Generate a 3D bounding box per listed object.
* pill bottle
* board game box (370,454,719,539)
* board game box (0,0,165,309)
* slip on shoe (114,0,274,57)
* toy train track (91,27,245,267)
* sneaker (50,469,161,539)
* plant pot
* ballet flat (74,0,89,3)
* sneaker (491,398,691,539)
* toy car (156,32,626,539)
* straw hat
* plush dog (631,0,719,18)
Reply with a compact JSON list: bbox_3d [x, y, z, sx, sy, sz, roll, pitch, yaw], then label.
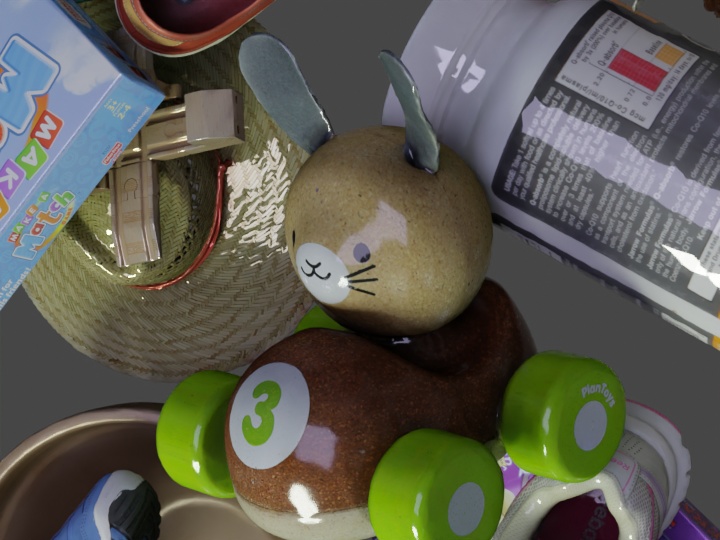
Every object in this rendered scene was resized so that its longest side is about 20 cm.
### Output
[{"bbox_3d":[0.118,-0.052,1.042,0.200,0.116,0.117,30,104,14],"label":"pill bottle"},{"bbox_3d":[0.077,0.116,1.122,0.200,0.032,0.120,43,103,11],"label":"board game box"},{"bbox_3d":[-0.195,-0.080,1.099,0.151,0.037,0.200,-51,54,9],"label":"board game box"},{"bbox_3d":[-0.026,-0.166,1.043,0.200,0.061,0.074,-39,99,4],"label":"slip on shoe"},{"bbox_3d":[-0.148,-0.054,1.097,0.200,0.033,0.115,-12,73,25],"label":"toy train track"},{"bbox_3d":[-0.161,0.169,1.088,0.077,0.076,0.200,36,105,9],"label":"sneaker"},{"bbox_3d":[-0.090,0.160,1.150,0.200,0.093,0.201,2,95,20],"label":"plant pot"},{"bbox_3d":[-0.145,-0.151,1.138,0.200,0.070,0.065,-16,96,29],"label":"ballet flat"},{"bbox_3d":[0.082,0.156,1.062,0.081,0.088,0.200,18,100,17],"label":"sneaker"},{"bbox_3d":[0.000,0.000,1.000,0.164,0.158,0.200,12,121,44],"label":"toy car"},{"bbox_3d":[-0.113,-0.040,1.143,0.201,0.085,0.201,2,95,19],"label":"straw hat"},{"bbox_3d":[0.224,-0.140,0.986,0.172,0.200,0.161,29,138,25],"label":"plush dog"}]
